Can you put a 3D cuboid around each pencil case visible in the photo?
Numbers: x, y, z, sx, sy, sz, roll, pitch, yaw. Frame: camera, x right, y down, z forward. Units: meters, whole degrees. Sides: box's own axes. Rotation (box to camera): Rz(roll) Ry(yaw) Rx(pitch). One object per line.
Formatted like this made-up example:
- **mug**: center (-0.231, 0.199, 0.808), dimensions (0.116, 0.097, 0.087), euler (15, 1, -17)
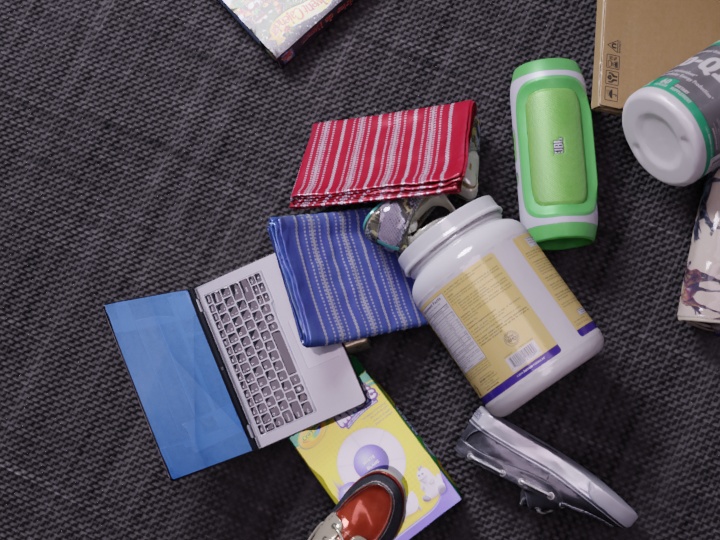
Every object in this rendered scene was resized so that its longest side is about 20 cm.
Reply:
- **pencil case**: center (0.403, -0.031, 1.169), dimensions (0.089, 0.078, 0.200), euler (13, 82, -3)

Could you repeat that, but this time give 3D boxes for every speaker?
- **speaker**: center (0.214, -0.127, 1.197), dimensions (0.088, 0.088, 0.201), euler (-4, 80, 4)

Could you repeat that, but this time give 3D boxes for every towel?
- **towel**: center (0.026, -0.129, 1.186), dimensions (0.200, 0.023, 0.145), euler (-5, 44, 20)
- **towel**: center (0.000, 0.000, 1.164), dimensions (0.200, 0.024, 0.145), euler (-9, 77, -38)

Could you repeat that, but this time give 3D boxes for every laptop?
- **laptop**: center (-0.123, 0.086, 1.102), dimensions (0.200, 0.116, 0.188), euler (-23, 81, 0)

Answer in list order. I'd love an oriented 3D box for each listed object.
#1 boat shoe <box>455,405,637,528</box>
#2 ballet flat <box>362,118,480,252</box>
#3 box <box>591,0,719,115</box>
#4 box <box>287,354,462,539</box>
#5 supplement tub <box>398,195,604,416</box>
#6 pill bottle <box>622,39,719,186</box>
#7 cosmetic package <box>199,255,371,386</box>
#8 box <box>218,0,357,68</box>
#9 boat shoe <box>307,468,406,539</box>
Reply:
- **boat shoe**: center (0.194, 0.224, 1.149), dimensions (0.200, 0.072, 0.068), euler (32, 93, 4)
- **ballet flat**: center (0.088, -0.087, 1.190), dimensions (0.072, 0.072, 0.200), euler (40, 65, 10)
- **box**: center (0.341, -0.263, 1.215), dimensions (0.163, 0.021, 0.200), euler (8, 80, -15)
- **box**: center (0.007, 0.200, 1.181), dimensions (0.117, 0.048, 0.200), euler (-38, 78, -1)
- **supplement tub**: center (0.145, 0.037, 1.145), dimensions (0.145, 0.145, 0.200), euler (-34, 79, -1)
- **pill bottle**: center (0.386, -0.182, 1.147), dimensions (0.200, 0.113, 0.113), euler (-32, 79, -19)
- **cosmetic package**: center (-0.098, 0.066, 1.199), dimensions (0.200, 0.073, 0.104), euler (-19, 80, 1)
- **box**: center (-0.067, -0.357, 1.282), dimensions (0.200, 0.038, 0.137), euler (-43, 80, -3)
- **boat shoe**: center (-0.024, 0.291, 1.125), dimensions (0.071, 0.063, 0.200), euler (42, 109, 16)
